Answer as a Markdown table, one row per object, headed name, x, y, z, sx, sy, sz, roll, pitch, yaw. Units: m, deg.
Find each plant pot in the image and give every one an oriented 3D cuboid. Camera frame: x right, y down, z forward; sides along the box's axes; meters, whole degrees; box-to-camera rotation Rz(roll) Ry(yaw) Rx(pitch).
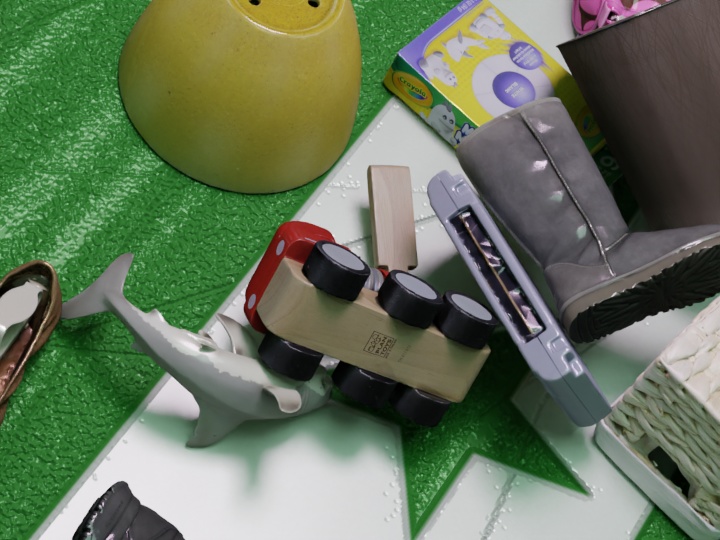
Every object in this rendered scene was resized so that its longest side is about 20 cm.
| name | x | y | z | sx | sy | sz | roll | pitch | yaw |
| --- | --- | --- | --- | --- | --- | --- | --- | --- | --- |
| plant pot | -0.081 | -0.183 | 1.749 | 0.199 | 0.142 | 0.201 | 9 | 57 | -14 |

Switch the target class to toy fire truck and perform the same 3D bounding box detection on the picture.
| name | x | y | z | sx | sy | sz | roll | pitch | yaw |
| --- | --- | --- | --- | --- | --- | --- | --- | --- | --- |
| toy fire truck | 0.000 | 0.000 | 1.681 | 0.175 | 0.129 | 0.200 | 21 | 18 | -26 |

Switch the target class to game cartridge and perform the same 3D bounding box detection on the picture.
| name | x | y | z | sx | sy | sz | roll | pitch | yaw |
| --- | --- | --- | --- | --- | --- | --- | --- | --- | --- |
| game cartridge | 0.123 | 0.025 | 1.700 | 0.041 | 0.133 | 0.201 | -35 | 61 | 8 |

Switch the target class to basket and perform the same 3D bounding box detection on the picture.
| name | x | y | z | sx | sy | sz | roll | pitch | yaw |
| --- | --- | --- | --- | --- | --- | --- | --- | --- | --- |
| basket | 0.303 | 0.094 | 1.725 | 0.136 | 0.124 | 0.200 | 45 | 56 | 12 |
| basket | 0.270 | -0.121 | 1.812 | 0.180 | 0.136 | 0.201 | -25 | 96 | -38 |

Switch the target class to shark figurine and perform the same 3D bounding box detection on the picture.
| name | x | y | z | sx | sy | sz | roll | pitch | yaw |
| --- | --- | --- | --- | --- | --- | --- | --- | --- | --- |
| shark figurine | -0.122 | 0.080 | 1.612 | 0.214 | 0.090 | 0.128 | 26 | 20 | -13 |

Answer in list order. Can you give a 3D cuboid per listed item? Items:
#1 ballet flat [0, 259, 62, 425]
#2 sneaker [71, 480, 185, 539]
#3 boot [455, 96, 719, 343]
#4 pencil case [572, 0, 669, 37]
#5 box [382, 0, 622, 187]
| name | x | y | z | sx | sy | sz | roll | pitch | yaw |
| --- | --- | --- | --- | --- | --- | --- | --- | --- | --- |
| ballet flat | -0.267 | 0.067 | 1.564 | 0.068 | 0.072 | 0.200 | 30 | 54 | 2 |
| sneaker | -0.177 | 0.237 | 1.492 | 0.091 | 0.076 | 0.201 | 33 | 55 | -5 |
| boot | 0.192 | -0.054 | 1.737 | 0.181 | 0.073 | 0.201 | -18 | 51 | -10 |
| pencil case | 0.286 | -0.229 | 1.949 | 0.199 | 0.091 | 0.094 | 4 | 23 | -16 |
| box | 0.129 | -0.132 | 1.854 | 0.200 | 0.048 | 0.117 | 43 | 55 | 8 |
